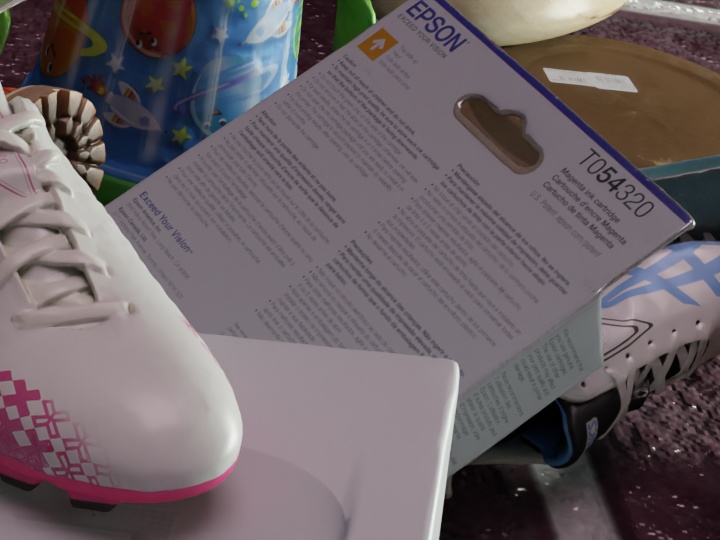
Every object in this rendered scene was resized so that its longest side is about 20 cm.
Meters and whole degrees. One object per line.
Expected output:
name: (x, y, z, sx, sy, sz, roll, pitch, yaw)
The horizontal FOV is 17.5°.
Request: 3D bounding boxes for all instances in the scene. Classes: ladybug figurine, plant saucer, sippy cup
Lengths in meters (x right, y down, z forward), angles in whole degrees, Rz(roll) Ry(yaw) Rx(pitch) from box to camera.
ladybug figurine: (0.079, -0.172, 1.282, 0.135, 0.072, 0.200, 6, 18, 21)
plant saucer: (0.120, -0.025, 1.035, 0.199, 0.036, 0.200, -10, 3, 1)
plant saucer: (0.142, -0.072, 1.213, 0.199, 0.030, 0.200, 11, 30, -6)
sippy cup: (-0.083, -0.108, 1.064, 0.139, 0.131, 0.178, 24, 30, 14)

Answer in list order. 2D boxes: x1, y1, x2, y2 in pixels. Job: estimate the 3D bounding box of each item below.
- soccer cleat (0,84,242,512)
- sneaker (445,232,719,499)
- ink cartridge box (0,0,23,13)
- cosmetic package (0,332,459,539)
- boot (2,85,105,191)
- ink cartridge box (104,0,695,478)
soccer cleat: (-0.103, -0.007, 0.667, 0.070, 0.087, 0.200, -17, 35, -34)
sneaker: (0.094, 0.041, 0.937, 0.199, 0.072, 0.073, -18, 56, -23)
ink cartridge box: (-0.217, -0.053, 0.869, 0.199, 0.048, 0.145, 2, 30, 43)
cosmetic package: (-0.083, 0.113, 0.668, 0.199, 0.123, 0.200, 8, 29, 4)
boot: (-0.203, -0.018, 0.932, 0.107, 0.075, 0.200, 9, 29, 31)
ink cartridge box: (0.000, 0.000, 0.903, 0.200, 0.043, 0.196, -34, 45, -8)
